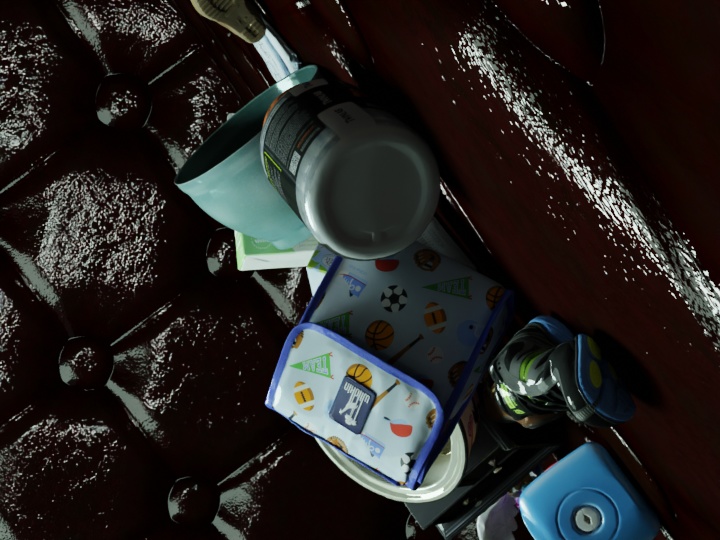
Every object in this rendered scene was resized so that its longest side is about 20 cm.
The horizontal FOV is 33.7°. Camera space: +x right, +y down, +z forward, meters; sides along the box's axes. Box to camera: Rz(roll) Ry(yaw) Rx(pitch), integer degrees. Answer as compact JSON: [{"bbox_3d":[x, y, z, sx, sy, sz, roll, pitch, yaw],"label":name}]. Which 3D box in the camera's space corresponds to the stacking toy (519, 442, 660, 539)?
[{"bbox_3d":[0.229,0.232,1.239,0.116,0.109,0.200,51,-172,1],"label":"stacking toy"}]

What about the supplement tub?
[{"bbox_3d":[-0.018,-0.097,1.047,0.123,0.122,0.200,56,176,-29],"label":"supplement tub"}]

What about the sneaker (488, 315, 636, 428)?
[{"bbox_3d":[0.146,0.087,0.896,0.071,0.082,0.200,54,177,-10],"label":"sneaker"}]

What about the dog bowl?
[{"bbox_3d":[0.038,0.142,1.248,0.198,0.074,0.202,18,128,25],"label":"dog bowl"}]

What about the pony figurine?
[{"bbox_3d":[0.214,0.278,1.598,0.201,0.165,0.194,-101,-12,-58],"label":"pony figurine"}]

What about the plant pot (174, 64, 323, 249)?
[{"bbox_3d":[-0.086,-0.110,1.309,0.134,0.200,0.200,50,178,-19],"label":"plant pot"}]

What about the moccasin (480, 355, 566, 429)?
[{"bbox_3d":[0.153,0.112,1.190,0.201,0.073,0.078,42,-154,-87],"label":"moccasin"}]

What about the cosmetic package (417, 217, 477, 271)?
[{"bbox_3d":[0.078,0.015,1.273,0.102,0.071,0.200,52,176,21],"label":"cosmetic package"}]

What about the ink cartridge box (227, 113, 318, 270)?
[{"bbox_3d":[-0.097,-0.109,1.429,0.067,0.116,0.202,125,140,-71],"label":"ink cartridge box"}]

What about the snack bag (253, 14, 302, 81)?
[{"bbox_3d":[-0.100,-0.259,1.504,0.200,0.021,0.189,52,176,36],"label":"snack bag"}]

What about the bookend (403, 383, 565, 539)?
[{"bbox_3d":[0.112,0.226,1.380,0.092,0.199,0.200,53,-164,21],"label":"bookend"}]

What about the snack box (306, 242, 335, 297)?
[{"bbox_3d":[0.000,0.000,1.306,0.052,0.143,0.201,15,150,15],"label":"snack box"}]

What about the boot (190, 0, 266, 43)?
[{"bbox_3d":[-0.188,-0.352,1.343,0.167,0.072,0.200,51,180,22],"label":"boot"}]

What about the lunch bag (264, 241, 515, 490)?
[{"bbox_3d":[0.027,0.077,1.092,0.169,0.201,0.124,28,171,16],"label":"lunch bag"}]
